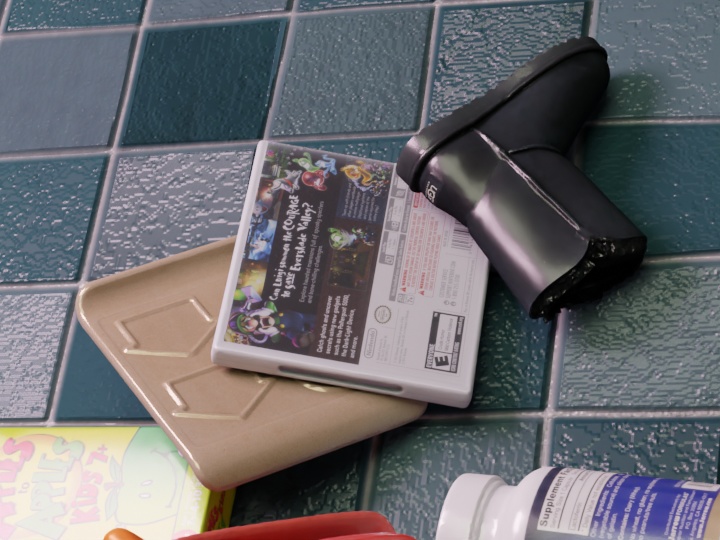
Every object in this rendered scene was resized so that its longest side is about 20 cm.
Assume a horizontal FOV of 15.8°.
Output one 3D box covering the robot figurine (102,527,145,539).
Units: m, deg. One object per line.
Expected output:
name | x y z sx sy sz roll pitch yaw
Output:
robot figurine | -0.112 0.256 1.686 0.144 0.117 0.200 -22 55 -31

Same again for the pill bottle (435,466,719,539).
pill bottle | 0.154 0.186 1.654 0.200 0.116 0.116 5 58 22

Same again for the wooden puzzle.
wooden puzzle | -0.078 0.065 1.828 0.185 0.046 0.200 -19 50 -26

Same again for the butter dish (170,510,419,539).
butter dish | -0.003 0.233 1.582 0.148 0.200 0.200 -33 67 48

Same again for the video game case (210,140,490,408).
video game case | 0.000 0.000 1.843 0.181 0.023 0.200 10 51 0

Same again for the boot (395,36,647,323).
boot | 0.147 -0.063 1.859 0.200 0.076 0.168 -32 66 -29

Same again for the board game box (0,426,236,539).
board game box | -0.191 0.164 1.824 0.200 0.048 0.102 -1 56 17
